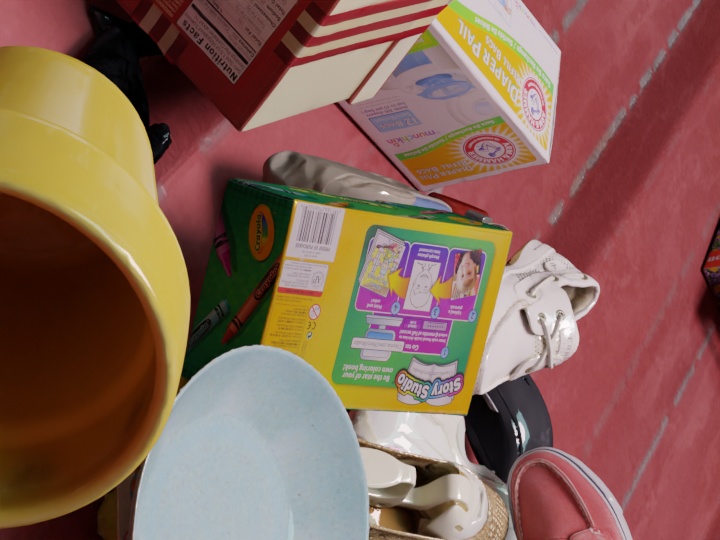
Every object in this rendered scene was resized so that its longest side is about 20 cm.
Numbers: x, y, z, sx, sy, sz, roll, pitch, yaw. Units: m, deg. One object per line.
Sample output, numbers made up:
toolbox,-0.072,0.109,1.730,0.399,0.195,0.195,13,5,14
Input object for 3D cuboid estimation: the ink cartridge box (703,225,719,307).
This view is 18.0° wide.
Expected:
ink cartridge box,0.364,0.018,2.116,0.109,0.050,0.200,62,35,-25

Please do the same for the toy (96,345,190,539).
toy,-0.112,0.136,1.275,0.115,0.047,0.200,34,46,-45

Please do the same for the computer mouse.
computer mouse,0.075,0.063,1.571,0.140,0.046,0.200,14,51,-56

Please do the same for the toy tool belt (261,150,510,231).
toy tool belt,0.000,0.000,1.472,0.200,0.125,0.123,13,100,-54

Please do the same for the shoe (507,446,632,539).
shoe,0.136,0.194,1.444,0.091,0.071,0.200,32,32,-59

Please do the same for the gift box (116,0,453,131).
gift box,-0.021,-0.209,1.356,0.185,0.200,0.187,51,30,9

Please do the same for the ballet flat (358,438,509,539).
ballet flat,0.027,0.142,1.423,0.200,0.065,0.071,13,65,-33

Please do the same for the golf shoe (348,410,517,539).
golf shoe,0.047,0.152,1.525,0.200,0.075,0.092,58,47,-21

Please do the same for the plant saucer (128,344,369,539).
plant saucer,-0.068,0.140,1.229,0.201,0.039,0.201,0,90,-53

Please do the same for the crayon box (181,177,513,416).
crayon box,-0.004,0.019,1.338,0.200,0.058,0.119,7,99,-48

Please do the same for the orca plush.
orca plush,-0.127,-0.068,1.300,0.105,0.071,0.200,54,38,-35

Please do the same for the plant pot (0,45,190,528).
plant pot,-0.176,-0.011,1.096,0.201,0.201,0.189,59,19,-28

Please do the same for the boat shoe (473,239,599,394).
boat shoe,0.114,0.035,1.528,0.200,0.069,0.071,-44,152,-58

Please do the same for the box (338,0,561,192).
box,0.046,-0.156,1.584,0.200,0.112,0.101,45,43,-44
